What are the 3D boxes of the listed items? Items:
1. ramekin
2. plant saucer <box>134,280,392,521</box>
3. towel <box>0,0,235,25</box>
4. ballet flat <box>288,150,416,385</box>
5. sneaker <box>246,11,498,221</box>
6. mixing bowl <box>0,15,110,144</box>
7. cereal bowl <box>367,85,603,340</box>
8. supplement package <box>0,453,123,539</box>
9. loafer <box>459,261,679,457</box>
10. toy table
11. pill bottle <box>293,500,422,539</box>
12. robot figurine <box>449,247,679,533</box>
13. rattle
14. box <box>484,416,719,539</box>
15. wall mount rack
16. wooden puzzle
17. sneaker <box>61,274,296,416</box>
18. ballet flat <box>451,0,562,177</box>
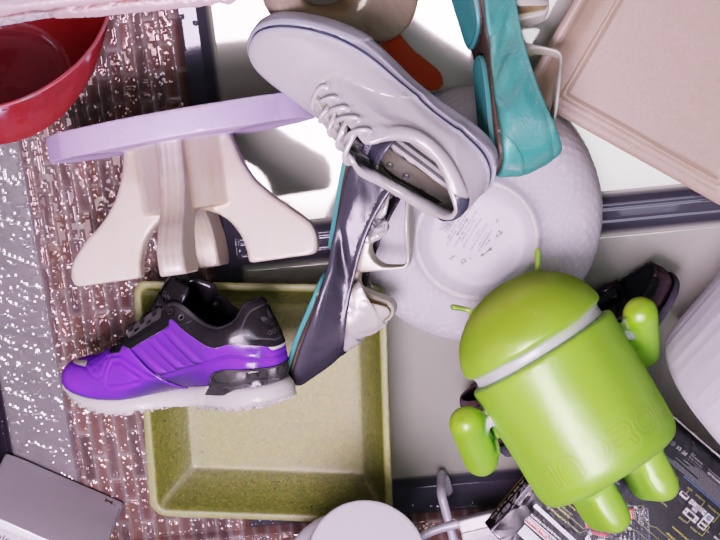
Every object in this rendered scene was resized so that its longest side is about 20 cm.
[{"bbox_3d":[0.321,0.083,1.271,0.200,0.201,0.098,38,114,-10],"label":"ramekin"},{"bbox_3d":[-0.072,0.098,1.356,0.198,0.048,0.201,1,108,9],"label":"plant saucer"},{"bbox_3d":[-0.174,-0.258,1.192,0.190,0.201,0.032,-6,150,6],"label":"towel"},{"bbox_3d":[0.000,0.000,1.251,0.073,0.073,0.201,15,104,-3],"label":"ballet flat"},{"bbox_3d":[0.004,-0.108,1.177,0.199,0.071,0.073,31,131,3],"label":"sneaker"},{"bbox_3d":[-0.269,-0.166,1.231,0.199,0.201,0.109,1,151,2],"label":"mixing bowl"},{"bbox_3d":[0.087,-0.034,1.297,0.199,0.083,0.201,1,109,2],"label":"cereal bowl"},{"bbox_3d":[-0.287,0.274,1.397,0.109,0.114,0.201,24,106,-6],"label":"supplement package"},{"bbox_3d":[0.160,0.062,1.331,0.063,0.072,0.200,39,109,-15],"label":"loafer"},{"bbox_3d":[-0.126,-0.058,1.258,0.199,0.184,0.118,-8,92,17],"label":"toy table"},{"bbox_3d":[-0.010,0.250,1.325,0.114,0.200,0.115,4,64,-8],"label":"pill bottle"},{"bbox_3d":[0.149,0.089,1.232,0.175,0.116,0.201,-32,89,-7],"label":"robot figurine"},{"bbox_3d":[-0.027,-0.218,1.263,0.131,0.142,0.200,-60,141,-13],"label":"rattle"},{"bbox_3d":[0.222,0.200,1.315,0.200,0.049,0.160,40,90,-2],"label":"box"},{"bbox_3d":[0.141,0.235,1.392,0.199,0.075,0.175,-14,104,7],"label":"wall mount rack"},{"bbox_3d":[0.248,-0.167,1.275,0.199,0.037,0.186,27,107,-11],"label":"wooden puzzle"},{"bbox_3d":[-0.140,0.051,1.282,0.199,0.069,0.100,-4,101,28],"label":"sneaker"},{"bbox_3d":[0.108,-0.165,1.241,0.070,0.067,0.201,-7,78,-11],"label":"ballet flat"}]
